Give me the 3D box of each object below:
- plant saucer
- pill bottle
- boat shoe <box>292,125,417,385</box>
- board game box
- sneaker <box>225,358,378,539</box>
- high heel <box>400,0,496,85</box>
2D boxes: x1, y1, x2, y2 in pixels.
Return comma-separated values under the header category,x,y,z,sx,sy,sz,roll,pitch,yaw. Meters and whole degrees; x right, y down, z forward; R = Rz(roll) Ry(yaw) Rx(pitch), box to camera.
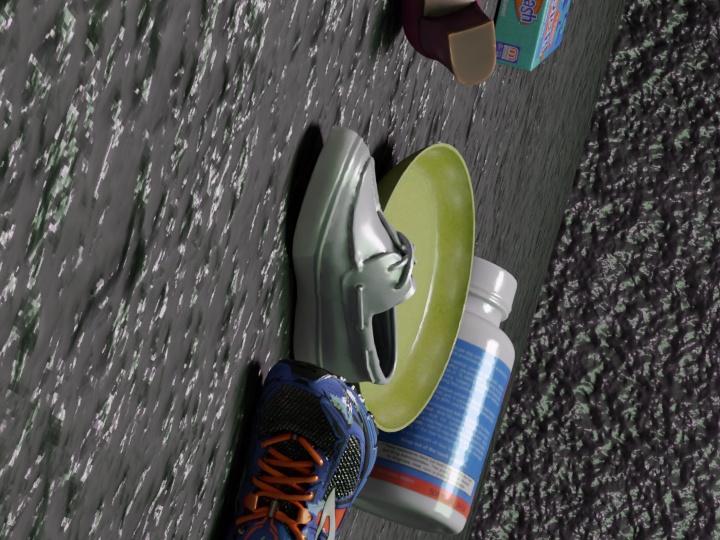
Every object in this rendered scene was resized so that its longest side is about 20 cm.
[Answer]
category,x,y,z,sx,sy,sz,roll,pitch,yaw
plant saucer,0.028,0.010,1.162,0.200,0.031,0.201,12,90,-68
pill bottle,0.054,0.090,1.291,0.112,0.112,0.201,72,35,-72
boat shoe,0.000,0.000,0.978,0.201,0.068,0.072,96,14,-45
board game box,0.171,-0.276,1.568,0.200,0.045,0.153,-45,149,-69
sneaker,-0.041,0.140,0.968,0.078,0.075,0.201,-53,155,-55
high heel,0.044,-0.215,1.010,0.096,0.067,0.201,-125,-151,-53
